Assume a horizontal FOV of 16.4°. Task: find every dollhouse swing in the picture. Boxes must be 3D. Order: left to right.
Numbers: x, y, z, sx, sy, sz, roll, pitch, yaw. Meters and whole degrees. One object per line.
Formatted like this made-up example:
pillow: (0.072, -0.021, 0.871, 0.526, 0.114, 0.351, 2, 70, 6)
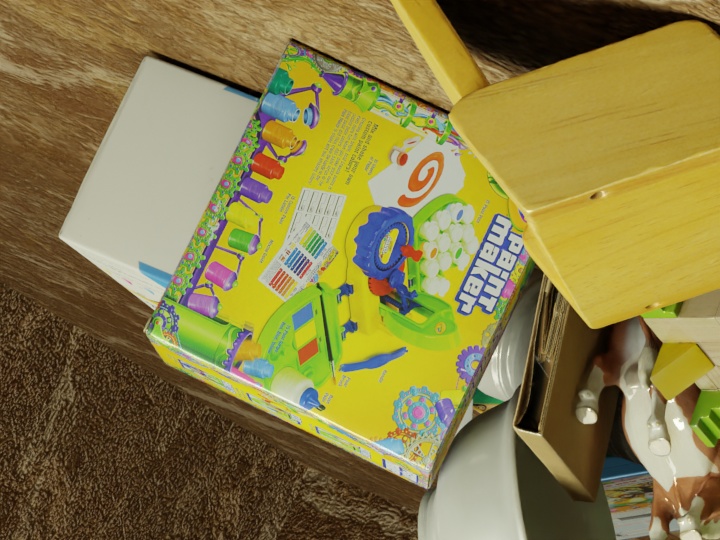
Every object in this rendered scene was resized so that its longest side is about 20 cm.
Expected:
dollhouse swing: (0.121, -0.090, 1.227, 0.181, 0.177, 0.200, -19, 159, 9)

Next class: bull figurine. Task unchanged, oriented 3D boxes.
bull figurine: (0.199, 0.113, 1.542, 0.065, 0.122, 0.201, -16, 112, 31)

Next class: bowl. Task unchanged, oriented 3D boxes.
bowl: (0.096, 0.177, 1.600, 0.090, 0.202, 0.201, -15, 153, 21)

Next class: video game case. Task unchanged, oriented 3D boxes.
video game case: (0.206, 0.164, 1.816, 0.142, 0.018, 0.200, -12, 160, 27)

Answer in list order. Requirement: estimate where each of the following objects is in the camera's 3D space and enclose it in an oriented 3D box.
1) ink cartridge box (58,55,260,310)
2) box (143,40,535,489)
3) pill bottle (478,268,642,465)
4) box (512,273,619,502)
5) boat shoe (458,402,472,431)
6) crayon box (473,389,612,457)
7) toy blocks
ink cartridge box: (-0.089, -0.033, 1.767, 0.147, 0.145, 0.200, 21, 170, 23)
box: (0.000, 0.000, 1.533, 0.192, 0.201, 0.122, 26, 171, 6)
pill bottle: (0.176, 0.067, 1.692, 0.199, 0.114, 0.114, 18, 168, 38)
box: (0.136, 0.044, 1.526, 0.021, 0.164, 0.200, 9, 166, 16)
boat shoe: (0.028, 0.033, 1.740, 0.069, 0.056, 0.201, 26, 134, 61)
crayon box: (0.141, 0.080, 1.871, 0.200, 0.058, 0.119, 30, -157, -27)
toy blocks: (0.265, 0.050, 1.466, 0.136, 0.100, 0.200, -1, 144, 40)
